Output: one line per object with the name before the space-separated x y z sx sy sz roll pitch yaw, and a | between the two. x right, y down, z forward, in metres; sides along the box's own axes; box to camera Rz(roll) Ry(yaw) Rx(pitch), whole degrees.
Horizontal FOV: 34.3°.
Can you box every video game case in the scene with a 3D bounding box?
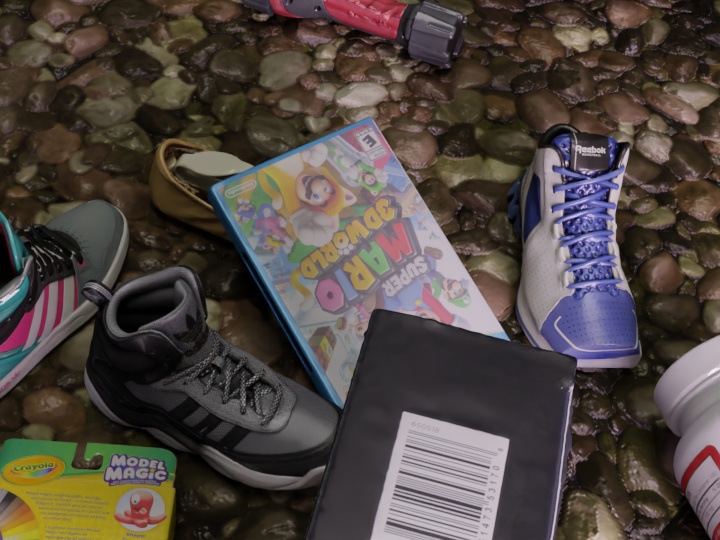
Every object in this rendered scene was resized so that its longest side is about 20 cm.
video game case | 0.000 0.000 0.827 0.142 0.018 0.201 -26 78 -26

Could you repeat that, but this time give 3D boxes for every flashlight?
flashlight | -0.006 -0.237 1.035 0.198 0.068 0.068 21 50 12

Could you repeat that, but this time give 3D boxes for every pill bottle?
pill bottle | 0.266 0.140 0.722 0.111 0.113 0.201 -12 53 -16

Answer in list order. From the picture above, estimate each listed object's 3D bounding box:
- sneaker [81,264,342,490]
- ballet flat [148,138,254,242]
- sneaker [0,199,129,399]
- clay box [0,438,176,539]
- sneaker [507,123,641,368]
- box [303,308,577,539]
sneaker | -0.091 0.066 0.737 0.198 0.114 0.076 18 50 13
ballet flat | -0.070 -0.045 0.871 0.198 0.063 0.069 18 51 9
sneaker | -0.230 -0.009 0.784 0.083 0.121 0.201 24 51 14
clay box | -0.171 0.195 0.669 0.113 0.048 0.201 5 49 -2
sneaker | 0.155 -0.035 0.853 0.080 0.116 0.201 -2 50 -7
box | 0.027 0.165 0.616 0.116 0.201 0.198 14 49 5
